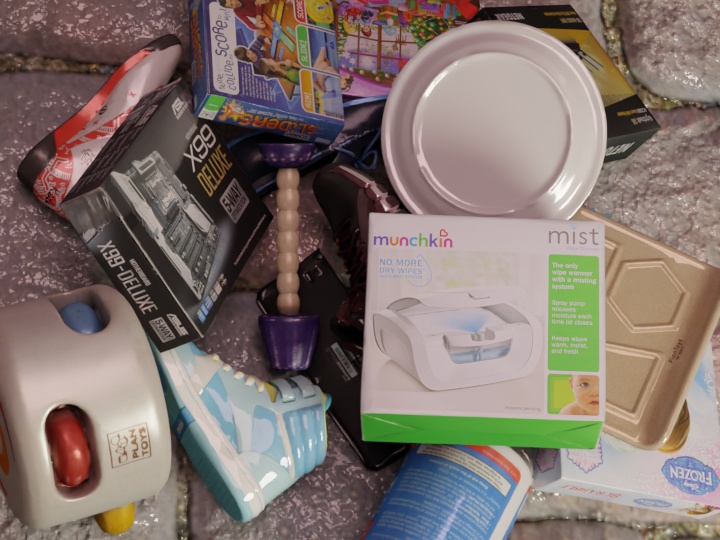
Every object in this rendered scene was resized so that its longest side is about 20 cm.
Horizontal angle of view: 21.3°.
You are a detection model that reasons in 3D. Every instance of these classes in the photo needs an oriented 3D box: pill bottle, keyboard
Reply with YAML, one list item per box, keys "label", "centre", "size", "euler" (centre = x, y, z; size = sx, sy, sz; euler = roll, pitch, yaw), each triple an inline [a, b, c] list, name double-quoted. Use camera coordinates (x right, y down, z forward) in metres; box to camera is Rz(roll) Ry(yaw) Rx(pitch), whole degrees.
- label: "pill bottle"
  centre: [0.058, 0.237, 1.631]
  size: [0.112, 0.112, 0.200]
  euler: [31, 64, 0]
- label: "keyboard"
  centre: [-0.002, 0.076, 1.734]
  size: [0.104, 0.040, 0.200]
  euler: [-33, 78, -1]

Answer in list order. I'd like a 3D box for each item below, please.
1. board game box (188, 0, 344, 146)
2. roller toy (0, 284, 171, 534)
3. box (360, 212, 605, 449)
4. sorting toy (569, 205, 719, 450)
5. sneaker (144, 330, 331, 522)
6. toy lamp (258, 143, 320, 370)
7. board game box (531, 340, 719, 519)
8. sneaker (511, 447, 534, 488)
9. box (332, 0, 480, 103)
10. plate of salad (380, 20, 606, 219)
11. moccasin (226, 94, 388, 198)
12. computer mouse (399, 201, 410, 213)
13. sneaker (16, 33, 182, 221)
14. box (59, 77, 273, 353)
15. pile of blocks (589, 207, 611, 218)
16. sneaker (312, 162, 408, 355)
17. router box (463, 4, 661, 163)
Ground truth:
- label: "board game box"
  centre: [-0.088, -0.214, 1.743]
  size: [0.135, 0.034, 0.201]
  euler: [12, 52, -23]
- label: "roller toy"
  centre: [-0.233, 0.111, 1.573]
  size: [0.139, 0.183, 0.201]
  euler: [-14, 72, -19]
- label: "box"
  centre: [0.102, 0.051, 1.591]
  size: [0.199, 0.097, 0.177]
  euler: [3, 71, 2]
- label: "sorting toy"
  centre: [0.202, 0.043, 1.667]
  size: [0.199, 0.037, 0.186]
  euler: [23, 67, 9]
- label: "sneaker"
  centre: [-0.103, 0.104, 1.667]
  size: [0.130, 0.080, 0.201]
  euler: [-29, 87, -20]
- label: "toy lamp"
  centre: [-0.064, -0.012, 1.695]
  size: [0.058, 0.058, 0.201]
  euler: [-2, 94, -14]
- label: "board game box"
  centre: [0.239, 0.112, 1.728]
  size: [0.199, 0.041, 0.200]
  euler: [13, 64, -32]
- label: "sneaker"
  centre: [0.131, 0.109, 1.723]
  size: [0.073, 0.071, 0.200]
  euler: [-31, 78, -23]
- label: "box"
  centre: [0.017, -0.218, 1.848]
  size: [0.199, 0.039, 0.137]
  euler: [6, 67, -11]
- label: "plate of salad"
  centre: [0.118, -0.120, 1.690]
  size: [0.199, 0.048, 0.201]
  euler: [0, 90, 8]
- label: "moccasin"
  centre: [-0.031, -0.108, 1.781]
  size: [0.199, 0.080, 0.068]
  euler: [-19, 78, -5]
- label: "computer mouse"
  centre: [0.105, 0.011, 1.768]
  size: [0.200, 0.059, 0.034]
  euler: [44, 81, 8]
- label: "sneaker"
  centre: [-0.206, -0.117, 1.739]
  size: [0.108, 0.067, 0.201]
  euler: [42, 68, 5]
- label: "box"
  centre: [-0.162, -0.051, 1.646]
  size: [0.158, 0.050, 0.200]
  euler: [58, 30, -20]
- label: "pile of blocks"
  centre: [0.192, -0.044, 1.807]
  size: [0.199, 0.062, 0.082]
  euler: [14, 66, -8]
- label: "sneaker"
  centre: [0.000, 0.000, 1.684]
  size: [0.115, 0.076, 0.200]
  euler: [-34, 73, -28]
- label: "router box"
  centre: [0.186, -0.174, 1.805]
  size: [0.158, 0.052, 0.200]
  euler: [56, 30, 11]
